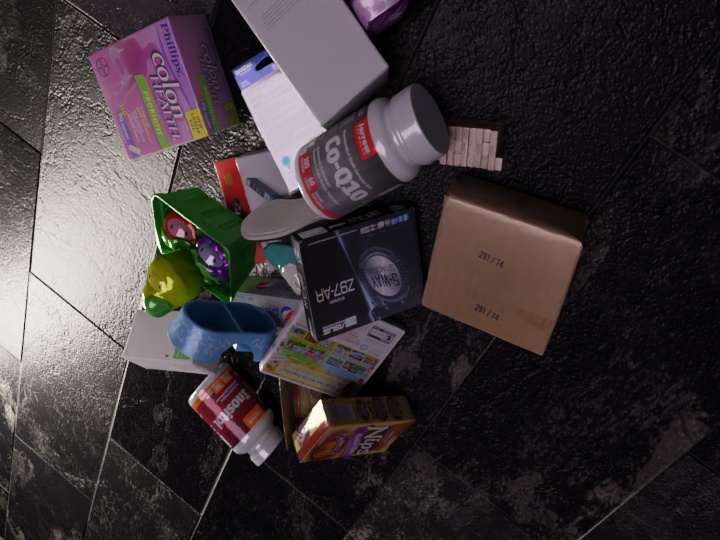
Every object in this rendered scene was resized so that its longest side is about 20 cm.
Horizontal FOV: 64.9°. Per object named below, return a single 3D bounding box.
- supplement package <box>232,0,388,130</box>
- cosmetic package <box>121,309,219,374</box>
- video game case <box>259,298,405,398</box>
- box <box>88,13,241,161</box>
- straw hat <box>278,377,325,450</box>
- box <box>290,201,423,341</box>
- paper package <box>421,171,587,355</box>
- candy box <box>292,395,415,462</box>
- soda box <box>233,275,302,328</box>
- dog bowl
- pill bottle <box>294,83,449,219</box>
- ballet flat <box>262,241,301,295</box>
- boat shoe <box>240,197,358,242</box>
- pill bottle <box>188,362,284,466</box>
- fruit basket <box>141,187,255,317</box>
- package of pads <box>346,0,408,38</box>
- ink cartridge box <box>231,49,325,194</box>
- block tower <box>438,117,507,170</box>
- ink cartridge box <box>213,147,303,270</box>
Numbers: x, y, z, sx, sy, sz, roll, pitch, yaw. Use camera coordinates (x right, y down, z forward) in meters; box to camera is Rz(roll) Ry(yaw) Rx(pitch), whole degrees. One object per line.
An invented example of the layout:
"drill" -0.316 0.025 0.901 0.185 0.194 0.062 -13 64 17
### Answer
"supplement package" -0.063 -0.312 0.776 0.120 0.120 0.203 -36 95 7
"cosmetic package" -0.380 0.146 1.166 0.193 0.111 0.085 -1 155 25
"video game case" -0.047 0.132 0.970 0.196 0.023 0.184 24 114 -30
"box" -0.325 -0.301 0.948 0.194 0.097 0.182 -7 110 28
"straw hat" -0.109 0.227 1.069 0.082 0.202 0.208 -6 115 -8
"box" 0.000 0.000 0.878 0.043 0.194 0.166 34 137 60
"paper package" 0.201 -0.011 0.815 0.194 0.104 0.196 20 122 16
"candy box" -0.009 0.278 1.006 0.118 0.195 0.058 -53 48 33
"soda box" -0.145 0.060 1.043 0.193 0.068 0.066 6 117 24
"dog bowl" -0.223 0.098 0.954 0.111 0.196 0.051 44 114 38
"pill bottle" 0.014 -0.159 0.768 0.196 0.114 0.116 -23 102 33
"ballet flat" -0.074 0.012 0.941 0.193 0.072 0.068 17 146 -10
"boat shoe" -0.096 -0.084 0.918 0.194 0.076 0.061 -22 147 2
"pill bottle" -0.254 0.302 1.184 0.200 0.113 0.113 45 124 0
"fruit basket" -0.303 -0.022 0.987 0.210 0.217 0.159 25 136 13
"package of pads" -0.009 -0.411 0.719 0.074 0.121 0.205 -27 99 6
"ink cartridge box" -0.103 -0.240 0.878 0.116 0.042 0.205 -25 104 10
"block tower" 0.111 -0.186 0.808 0.193 0.054 0.060 12 119 21
"ink cartridge box" -0.176 -0.102 0.998 0.170 0.045 0.207 -5 110 27
